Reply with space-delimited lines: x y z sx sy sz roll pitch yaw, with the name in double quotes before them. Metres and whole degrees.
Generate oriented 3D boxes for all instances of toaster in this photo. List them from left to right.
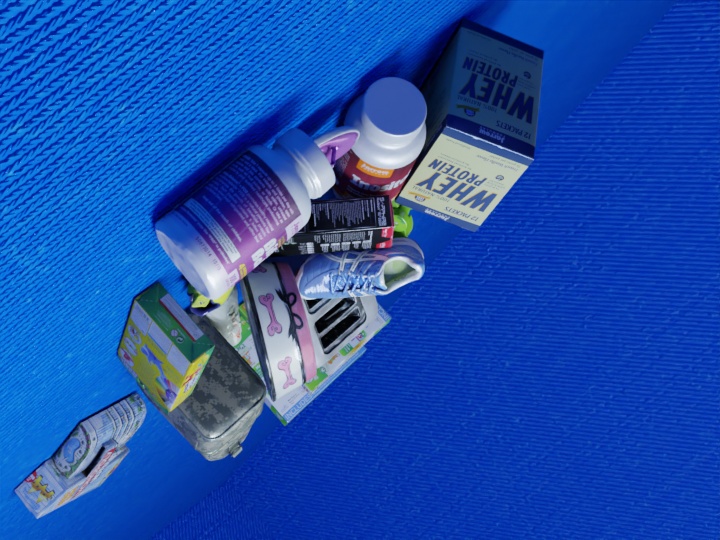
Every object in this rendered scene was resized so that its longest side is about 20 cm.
"toaster" -0.077 0.033 1.747 0.199 0.118 0.183 -39 129 -28

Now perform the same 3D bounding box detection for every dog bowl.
"dog bowl" -0.118 0.079 1.557 0.073 0.203 0.200 -15 167 -9

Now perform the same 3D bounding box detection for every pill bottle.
"pill bottle" -0.126 -0.070 1.241 0.199 0.112 0.112 -41 172 -15
"pill bottle" 0.024 -0.171 1.471 0.113 0.113 0.200 -40 171 -23

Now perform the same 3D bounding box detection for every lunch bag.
"lunch bag" -0.248 0.184 1.658 0.139 0.200 0.168 -39 166 -29

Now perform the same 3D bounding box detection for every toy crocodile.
"toy crocodile" 0.041 -0.124 1.702 0.068 0.061 0.201 -65 144 -37

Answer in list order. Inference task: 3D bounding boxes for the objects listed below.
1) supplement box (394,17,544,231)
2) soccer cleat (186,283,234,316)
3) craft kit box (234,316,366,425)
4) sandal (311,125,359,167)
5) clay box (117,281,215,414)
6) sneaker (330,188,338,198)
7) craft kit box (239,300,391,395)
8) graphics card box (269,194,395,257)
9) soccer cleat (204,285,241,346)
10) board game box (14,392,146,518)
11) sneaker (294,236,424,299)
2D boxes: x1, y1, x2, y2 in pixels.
"supplement box" 0.155 -0.204 1.563 0.200 0.132 0.202 125 -20 -55
"soccer cleat" -0.196 0.011 1.456 0.084 0.064 0.200 -58 180 -21
"craft kit box" -0.126 0.136 1.956 0.199 0.198 0.049 -40 176 -19
"sandal" -0.081 -0.115 1.362 0.201 0.050 0.083 -29 169 -18
"clay box" -0.266 0.111 1.469 0.047 0.115 0.200 -38 171 -31
"sneaker" -0.007 -0.115 1.760 0.072 0.073 0.200 -39 170 -10
"craft kit box" -0.081 0.078 1.923 0.197 0.200 0.049 -40 173 -16
"graphics card box" -0.054 -0.059 1.506 0.196 0.052 0.126 -6 169 -1
"soccer cleat" -0.212 0.076 1.697 0.069 0.078 0.200 -39 171 -25
"board game box" -0.452 0.310 1.766 0.200 0.062 0.199 -48 172 27
"sneaker" 0.000 0.000 1.572 0.197 0.077 0.077 -15 -157 -6
